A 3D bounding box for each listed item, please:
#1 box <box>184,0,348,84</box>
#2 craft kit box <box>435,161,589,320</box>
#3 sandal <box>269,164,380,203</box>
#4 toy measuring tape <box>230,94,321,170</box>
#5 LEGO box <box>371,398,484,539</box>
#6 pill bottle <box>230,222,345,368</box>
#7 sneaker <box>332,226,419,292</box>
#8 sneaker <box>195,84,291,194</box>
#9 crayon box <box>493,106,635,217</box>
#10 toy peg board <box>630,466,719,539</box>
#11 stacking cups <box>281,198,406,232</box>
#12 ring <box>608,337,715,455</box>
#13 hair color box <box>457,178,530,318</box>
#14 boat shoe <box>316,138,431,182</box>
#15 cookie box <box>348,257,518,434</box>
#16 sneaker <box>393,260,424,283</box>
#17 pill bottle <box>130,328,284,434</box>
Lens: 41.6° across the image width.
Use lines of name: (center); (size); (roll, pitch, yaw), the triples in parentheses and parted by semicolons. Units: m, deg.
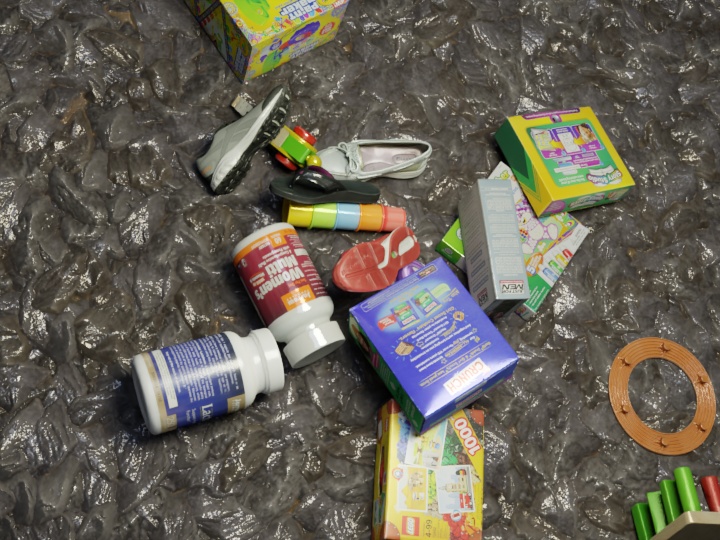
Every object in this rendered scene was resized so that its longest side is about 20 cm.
box: (-0.162, -0.459, 1.608); (0.199, 0.122, 0.193); (-32, 81, -24)
craft kit box: (0.259, -0.053, 1.605); (0.197, 0.049, 0.200); (36, 64, 4)
sandal: (-0.056, -0.141, 1.502); (0.199, 0.048, 0.075); (-3, 29, -35)
toy measuring tape: (-0.132, -0.221, 1.563); (0.073, 0.074, 0.200); (-38, 62, -24)
LEGO box: (0.100, 0.304, 1.401); (0.148, 0.077, 0.201); (9, 67, -12)
pill bottle: (-0.107, 0.038, 1.432); (0.109, 0.110, 0.201); (-23, 76, -22)
sneaker: (0.000, 0.000, 1.463); (0.200, 0.115, 0.079); (-23, 88, -50)
sneaker: (-0.186, -0.218, 1.500); (0.079, 0.074, 0.200); (42, 95, 15)
crayon box: (0.355, -0.192, 1.651); (0.199, 0.058, 0.173); (-12, 67, -30)
toy peg board: (0.522, 0.377, 1.431); (0.198, 0.200, 0.098); (6, 53, -13)
stacking cups: (-0.026, -0.086, 1.539); (0.199, 0.061, 0.061); (7, 67, -18)
ring: (0.507, 0.207, 1.583); (0.199, 0.019, 0.202); (5, 68, -12)
hair color box: (0.210, -0.034, 1.507); (0.060, 0.099, 0.201); (0, 70, -15)
boat shoe: (0.018, -0.187, 1.578); (0.201, 0.065, 0.075); (-3, 69, -13)
cookie box: (0.104, 0.109, 1.395); (0.171, 0.075, 0.200); (-29, 65, -15)
sneaker: (0.128, 0.057, 1.504); (0.080, 0.083, 0.200); (-34, 80, -24)
pill bottle: (-0.217, 0.152, 1.354); (0.199, 0.116, 0.116); (-15, 73, -19)
